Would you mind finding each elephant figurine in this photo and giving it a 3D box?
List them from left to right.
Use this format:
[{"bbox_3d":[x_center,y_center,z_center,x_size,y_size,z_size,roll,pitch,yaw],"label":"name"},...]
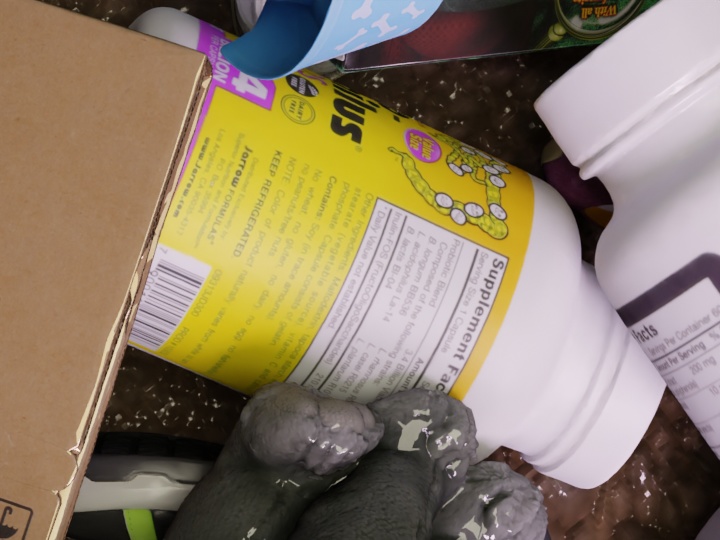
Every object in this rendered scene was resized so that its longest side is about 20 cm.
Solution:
[{"bbox_3d":[0.005,0.125,0.686,0.141,0.200,0.156,14,114,-16],"label":"elephant figurine"}]

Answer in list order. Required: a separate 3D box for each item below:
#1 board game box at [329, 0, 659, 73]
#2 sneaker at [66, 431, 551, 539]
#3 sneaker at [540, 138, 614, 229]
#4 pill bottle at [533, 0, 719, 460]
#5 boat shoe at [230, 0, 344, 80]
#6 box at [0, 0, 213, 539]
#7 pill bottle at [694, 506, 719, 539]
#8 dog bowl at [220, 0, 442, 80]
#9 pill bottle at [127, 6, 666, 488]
[{"bbox_3d":[0.080,-0.124,0.803,0.199,0.023,0.106,-8,120,-32],"label":"board game box"},{"bbox_3d":[-0.026,0.106,0.809,0.198,0.072,0.083,11,90,-14],"label":"sneaker"},{"bbox_3d":[0.148,0.012,0.848,0.199,0.075,0.091,19,82,-13],"label":"sneaker"},{"bbox_3d":[0.142,0.007,0.750,0.111,0.111,0.201,-34,87,-11],"label":"pill bottle"},{"bbox_3d":[0.025,-0.151,0.816,0.075,0.068,0.201,34,84,-14],"label":"boat shoe"},{"bbox_3d":[-0.159,-0.015,0.720,0.199,0.021,0.165,18,87,7],"label":"box"},{"bbox_3d":[0.204,0.155,0.847,0.199,0.112,0.113,34,84,-12],"label":"pill bottle"},{"bbox_3d":[-0.032,-0.134,0.747,0.049,0.200,0.112,-7,121,-29],"label":"dog bowl"},{"bbox_3d":[0.000,0.000,0.796,0.199,0.104,0.105,24,86,-14],"label":"pill bottle"}]
